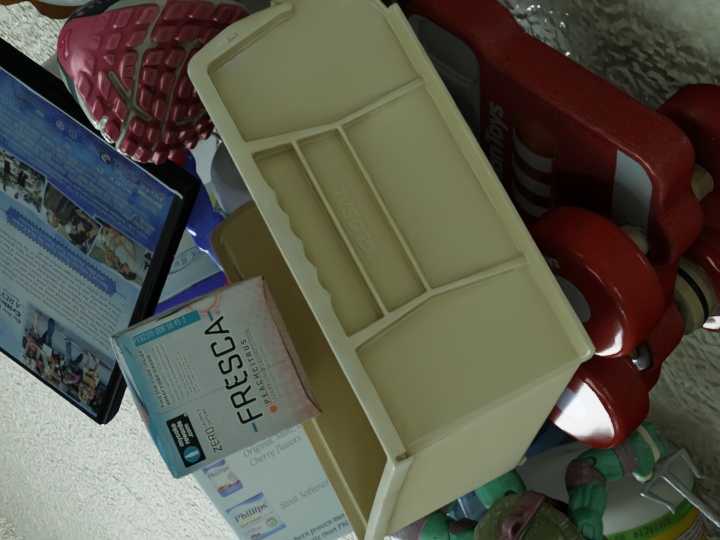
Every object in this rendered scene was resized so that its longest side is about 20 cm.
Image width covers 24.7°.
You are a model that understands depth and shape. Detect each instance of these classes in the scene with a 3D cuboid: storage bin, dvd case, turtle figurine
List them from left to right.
[{"bbox_3d":[-0.164,-0.018,0.851,0.143,0.018,0.200,35,137,8],"label":"dvd case"},{"bbox_3d":[0.003,0.003,0.733,0.199,0.094,0.200,62,169,16],"label":"storage bin"},{"bbox_3d":[0.100,0.138,0.822,0.200,0.150,0.101,29,-171,42],"label":"turtle figurine"}]

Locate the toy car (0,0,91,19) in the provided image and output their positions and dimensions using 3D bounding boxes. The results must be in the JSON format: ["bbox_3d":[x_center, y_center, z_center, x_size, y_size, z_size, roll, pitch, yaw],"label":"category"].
[{"bbox_3d":[-0.115,-0.192,0.754,0.184,0.177,0.200,52,153,16],"label":"toy car"}]

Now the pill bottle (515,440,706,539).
[{"bbox_3d":[0.152,0.206,0.943,0.111,0.111,0.200,10,117,58],"label":"pill bottle"}]

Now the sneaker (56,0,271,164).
[{"bbox_3d":[-0.085,-0.101,0.751,0.075,0.081,0.200,33,-164,12],"label":"sneaker"}]

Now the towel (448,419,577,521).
[{"bbox_3d":[0.077,0.101,0.973,0.049,0.112,0.200,39,161,40],"label":"towel"}]

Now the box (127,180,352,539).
[{"bbox_3d":[-0.068,0.060,1.088,0.200,0.105,0.184,58,-168,-21],"label":"box"}]

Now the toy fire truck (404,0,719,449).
[{"bbox_3d":[0.090,-0.026,0.746,0.168,0.112,0.200,38,157,26],"label":"toy fire truck"}]

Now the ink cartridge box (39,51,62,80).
[{"bbox_3d":[-0.141,-0.093,0.960,0.084,0.200,0.145,47,159,-4],"label":"ink cartridge box"}]

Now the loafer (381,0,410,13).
[{"bbox_3d":[0.027,-0.126,0.778,0.070,0.075,0.200,15,155,9],"label":"loafer"}]

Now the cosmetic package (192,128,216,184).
[{"bbox_3d":[-0.168,-0.074,1.197,0.108,0.085,0.200,43,157,13],"label":"cosmetic package"}]

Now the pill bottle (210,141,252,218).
[{"bbox_3d":[0.000,0.000,0.962,0.113,0.113,0.200,23,147,48],"label":"pill bottle"}]

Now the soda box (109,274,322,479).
[{"bbox_3d":[-0.071,0.045,0.743,0.200,0.068,0.064,163,83,-80],"label":"soda box"}]

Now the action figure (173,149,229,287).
[{"bbox_3d":[-0.098,-0.050,0.854,0.065,0.052,0.200,-122,13,-56],"label":"action figure"}]
